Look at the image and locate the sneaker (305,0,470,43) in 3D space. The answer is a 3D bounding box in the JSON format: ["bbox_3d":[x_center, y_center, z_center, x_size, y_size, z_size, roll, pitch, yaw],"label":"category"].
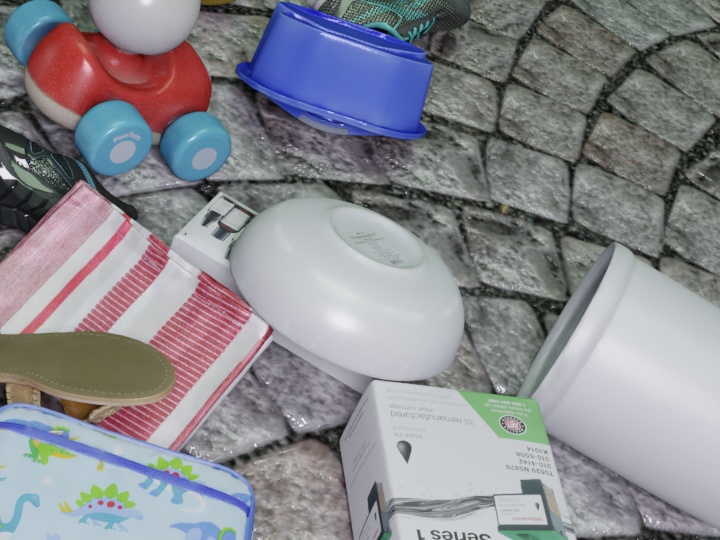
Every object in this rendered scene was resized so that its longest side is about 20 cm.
[{"bbox_3d":[0.038,-0.272,1.457,0.200,0.078,0.091,-5,64,-26],"label":"sneaker"}]

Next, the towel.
[{"bbox_3d":[-0.183,0.039,0.986,0.200,0.023,0.144,36,72,10],"label":"towel"}]

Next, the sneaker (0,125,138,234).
[{"bbox_3d":[-0.275,-0.073,1.081,0.200,0.073,0.082,40,33,3],"label":"sneaker"}]

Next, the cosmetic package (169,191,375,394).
[{"bbox_3d":[-0.058,0.016,1.102,0.200,0.051,0.083,30,41,6],"label":"cosmetic package"}]

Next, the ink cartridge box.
[{"bbox_3d":[0.074,0.189,0.960,0.146,0.084,0.200,8,43,-19],"label":"ink cartridge box"}]

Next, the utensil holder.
[{"bbox_3d":[0.253,0.099,1.088,0.200,0.170,0.170,31,40,2],"label":"utensil holder"}]

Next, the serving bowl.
[{"bbox_3d":[0.000,0.000,1.042,0.200,0.066,0.200,22,27,-12],"label":"serving bowl"}]

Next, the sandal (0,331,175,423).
[{"bbox_3d":[-0.224,0.086,0.938,0.212,0.070,0.078,10,31,17],"label":"sandal"}]

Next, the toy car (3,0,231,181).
[{"bbox_3d":[-0.183,-0.213,1.148,0.177,0.200,0.184,1,42,-46],"label":"toy car"}]

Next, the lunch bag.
[{"bbox_3d":[-0.173,0.177,0.852,0.200,0.082,0.161,21,38,-7],"label":"lunch bag"}]

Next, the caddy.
[{"bbox_3d":[-0.022,-0.187,1.300,0.200,0.105,0.141,17,19,-9],"label":"caddy"}]

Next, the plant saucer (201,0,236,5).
[{"bbox_3d":[-0.218,-0.371,1.416,0.200,0.048,0.200,25,39,-19],"label":"plant saucer"}]
